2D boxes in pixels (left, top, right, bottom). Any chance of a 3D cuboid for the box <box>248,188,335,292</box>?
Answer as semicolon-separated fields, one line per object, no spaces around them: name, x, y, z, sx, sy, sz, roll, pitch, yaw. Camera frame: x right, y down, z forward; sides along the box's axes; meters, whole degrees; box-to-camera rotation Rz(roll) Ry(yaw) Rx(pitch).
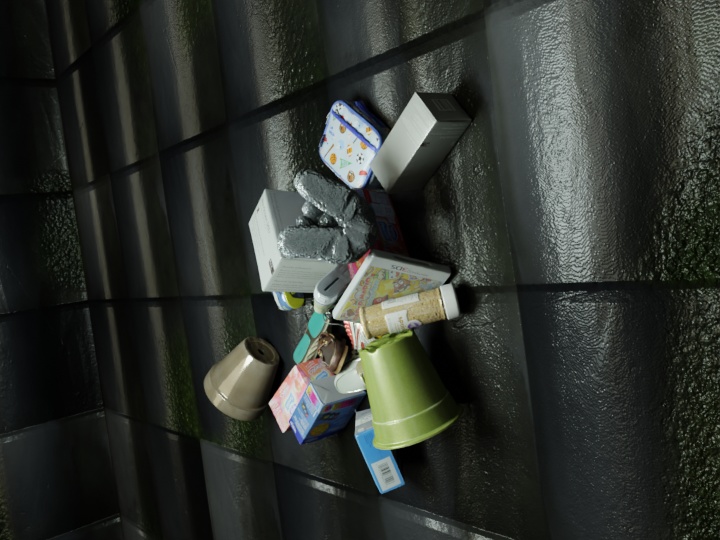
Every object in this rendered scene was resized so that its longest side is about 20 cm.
box;-0.136;-0.065;1.622;0.131;0.197;0.201;-53;43;44

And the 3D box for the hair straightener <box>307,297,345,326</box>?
hair straightener;-0.087;0.080;1.707;0.201;0.076;0.041;51;168;37

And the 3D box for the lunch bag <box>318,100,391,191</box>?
lunch bag;-0.010;-0.282;1.554;0.200;0.075;0.162;46;128;34

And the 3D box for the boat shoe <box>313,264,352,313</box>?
boat shoe;-0.038;0.021;1.520;0.072;0.199;0.062;41;138;15

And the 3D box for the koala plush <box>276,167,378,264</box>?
koala plush;-0.053;-0.093;1.398;0.200;0.181;0.180;-77;5;-87

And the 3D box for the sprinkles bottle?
sprinkles bottle;0.099;0.083;1.407;0.196;0.068;0.069;-15;85;7

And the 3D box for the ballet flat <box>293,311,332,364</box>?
ballet flat;-0.108;0.163;1.779;0.201;0.062;0.068;-57;45;32

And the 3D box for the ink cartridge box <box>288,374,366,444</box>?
ink cartridge box;-0.089;0.349;1.730;0.077;0.135;0.201;57;136;30

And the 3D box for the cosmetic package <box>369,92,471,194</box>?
cosmetic package;0.114;-0.249;1.381;0.091;0.106;0.201;56;137;25

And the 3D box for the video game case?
video game case;0.062;0.047;1.441;0.201;0.179;0.023;-57;31;40

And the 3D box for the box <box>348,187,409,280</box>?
box;0.025;-0.067;1.497;0.096;0.098;0.203;-52;44;43

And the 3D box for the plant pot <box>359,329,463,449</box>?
plant pot;0.083;0.228;1.418;0.199;0.198;0.193;-19;94;51

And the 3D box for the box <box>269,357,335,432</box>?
box;-0.148;0.325;1.827;0.095;0.101;0.201;58;135;24

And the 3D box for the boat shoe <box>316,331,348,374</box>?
boat shoe;-0.071;0.188;1.637;0.071;0.069;0.200;-64;6;1

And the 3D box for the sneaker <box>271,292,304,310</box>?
sneaker;-0.217;0.015;1.872;0.082;0.073;0.203;-30;73;51

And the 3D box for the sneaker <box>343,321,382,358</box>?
sneaker;0.022;0.173;1.602;0.081;0.078;0.203;-9;103;32

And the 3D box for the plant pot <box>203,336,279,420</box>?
plant pot;-0.319;0.291;1.984;0.200;0.198;0.175;49;116;32

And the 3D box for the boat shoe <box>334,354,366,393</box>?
boat shoe;0.022;0.223;1.547;0.198;0.069;0.075;-31;103;19

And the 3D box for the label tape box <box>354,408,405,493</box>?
label tape box;0.042;0.393;1.592;0.200;0.062;0.146;-92;-22;-84
